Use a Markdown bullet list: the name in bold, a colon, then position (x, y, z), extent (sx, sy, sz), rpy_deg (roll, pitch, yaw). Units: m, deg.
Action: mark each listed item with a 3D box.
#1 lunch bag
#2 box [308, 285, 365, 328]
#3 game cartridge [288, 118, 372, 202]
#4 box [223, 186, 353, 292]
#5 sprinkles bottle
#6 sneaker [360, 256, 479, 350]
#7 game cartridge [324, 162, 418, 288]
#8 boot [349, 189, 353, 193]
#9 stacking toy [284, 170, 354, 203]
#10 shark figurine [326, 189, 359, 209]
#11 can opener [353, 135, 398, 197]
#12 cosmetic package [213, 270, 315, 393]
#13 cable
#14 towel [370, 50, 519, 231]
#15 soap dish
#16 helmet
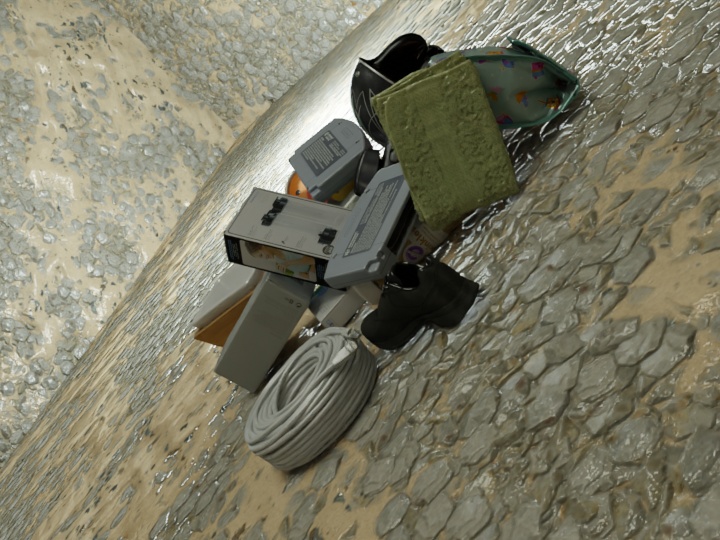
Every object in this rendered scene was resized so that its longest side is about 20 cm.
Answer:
- **lunch bag**: position (0.200, -0.261, 1.320), extent (0.196, 0.124, 0.171), rpy_deg (-7, 15, 4)
- **box**: position (0.000, 0.000, 1.458), extent (0.200, 0.036, 0.144), rpy_deg (-48, 17, -3)
- **game cartridge**: position (-0.047, -0.190, 1.584), extent (0.132, 0.042, 0.200), rpy_deg (-35, 28, 1)
- **box**: position (-0.093, -0.050, 1.422), extent (0.061, 0.197, 0.117), rpy_deg (89, -160, -46)
- **sprinkles bottle**: position (0.068, -0.042, 1.321), extent (0.200, 0.068, 0.068), rpy_deg (-44, 17, 14)
- **sneaker**: position (0.056, 0.032, 1.154), extent (0.199, 0.091, 0.077), rpy_deg (-31, 25, 48)
- **game cartridge**: position (0.026, -0.065, 1.304), extent (0.133, 0.041, 0.202), rpy_deg (-19, 39, 55)
- **boot**: position (-0.017, -0.063, 1.612), extent (0.200, 0.073, 0.096), rpy_deg (-43, 30, 24)
- **stacking toy**: position (-0.035, -0.156, 1.667), extent (0.200, 0.146, 0.147), rpy_deg (-36, 19, 53)
- **shark figurine**: position (-0.011, -0.109, 1.538), extent (0.215, 0.128, 0.089), rpy_deg (-52, 45, -1)
- **can opener**: position (0.053, -0.202, 1.462), extent (0.203, 0.078, 0.063), rpy_deg (-71, 18, 0)
- **cosmetic package**: position (-0.149, 0.080, 1.495), extent (0.201, 0.080, 0.113), rpy_deg (-56, 10, 26)
- **cable**: position (-0.065, 0.161, 1.212), extent (0.201, 0.069, 0.200), rpy_deg (-51, 16, -7)
- **towel**: position (0.113, -0.169, 1.236), extent (0.147, 0.203, 0.036), rpy_deg (-23, 2, 12)
- **soap dish**: position (-0.209, 0.043, 1.728), extent (0.199, 0.081, 0.158), rpy_deg (-35, 21, 37)
- **helmet**: position (0.077, -0.301, 1.638), extent (0.189, 0.202, 0.200), rpy_deg (-34, 16, -5)
